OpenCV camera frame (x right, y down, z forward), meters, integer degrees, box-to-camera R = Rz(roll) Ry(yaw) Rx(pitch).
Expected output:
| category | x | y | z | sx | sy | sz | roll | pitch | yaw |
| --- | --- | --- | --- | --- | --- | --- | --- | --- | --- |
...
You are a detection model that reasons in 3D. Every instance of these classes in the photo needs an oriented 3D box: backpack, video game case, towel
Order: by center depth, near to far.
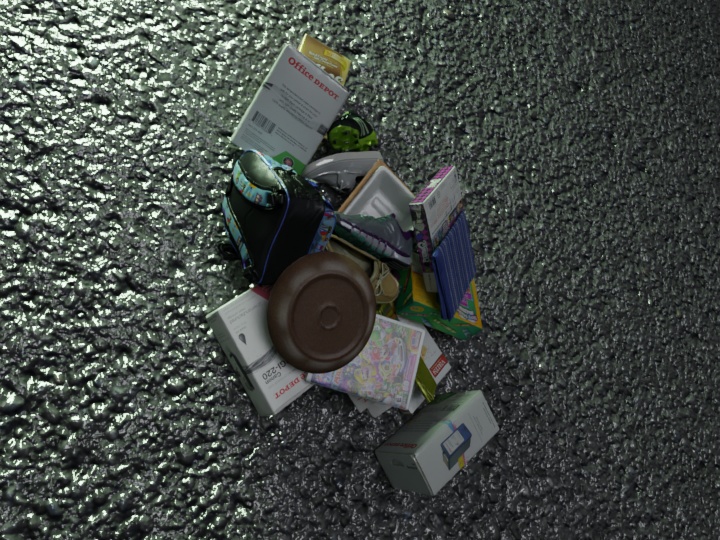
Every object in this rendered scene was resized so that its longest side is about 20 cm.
| category | x | y | z | sx | sy | sz | roll | pitch | yaw |
| --- | --- | --- | --- | --- | --- | --- | --- | --- | --- |
| backpack | -0.152 | -0.097 | 1.002 | 0.131 | 0.186 | 0.201 | 2 | 34 | -40 |
| video game case | 0.011 | 0.148 | 1.037 | 0.194 | 0.018 | 0.148 | 18 | 79 | -15 |
| towel | 0.092 | 0.150 | 1.134 | 0.204 | 0.018 | 0.086 | 60 | 21 | -4 |
| towel | 0.187 | -0.012 | 1.174 | 0.200 | 0.023 | 0.149 | -49 | 131 | -52 |
| video game case | 0.163 | -0.087 | 1.179 | 0.200 | 0.035 | 0.187 | -48 | 130 | -50 |

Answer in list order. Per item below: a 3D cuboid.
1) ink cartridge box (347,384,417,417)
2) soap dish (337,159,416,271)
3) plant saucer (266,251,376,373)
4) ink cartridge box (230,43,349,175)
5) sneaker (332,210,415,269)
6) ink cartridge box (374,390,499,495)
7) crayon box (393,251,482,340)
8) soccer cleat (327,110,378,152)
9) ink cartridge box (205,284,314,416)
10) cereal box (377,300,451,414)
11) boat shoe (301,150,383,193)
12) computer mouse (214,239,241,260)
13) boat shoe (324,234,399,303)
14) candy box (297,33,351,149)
| category | x | y | z | sx | sy | sz | roll | pitch | yaw |
| --- | --- | --- | --- | --- | --- | --- | --- | --- | --- |
| ink cartridge box | 0.014 | 0.176 | 1.097 | 0.115 | 0.067 | 0.203 | -33 | 94 | 6 |
| soap dish | 0.027 | -0.089 | 1.171 | 0.157 | 0.081 | 0.202 | 41 | 78 | -12 |
| plant saucer | -0.056 | 0.073 | 0.970 | 0.194 | 0.036 | 0.208 | -3 | 97 | -22 |
| ink cartridge box | -0.132 | -0.290 | 1.102 | 0.144 | 0.084 | 0.203 | 32 | 98 | -18 |
| sneaker | 0.020 | -0.078 | 1.091 | 0.197 | 0.073 | 0.090 | 28 | 71 | -31 |
| ink cartridge box | 0.143 | 0.322 | 1.115 | 0.197 | 0.144 | 0.089 | -30 | 93 | -32 |
| crayon box | 0.160 | 0.054 | 1.215 | 0.196 | 0.058 | 0.122 | 23 | 49 | -30 |
| soccer cleat | -0.024 | -0.286 | 1.192 | 0.083 | 0.066 | 0.199 | 63 | 21 | 6 |
| ink cartridge box | -0.157 | 0.129 | 1.034 | 0.144 | 0.084 | 0.204 | -32 | 95 | -31 |
| cereal box | 0.082 | 0.162 | 1.184 | 0.143 | 0.039 | 0.202 | -39 | 97 | -32 |
| boat shoe | -0.031 | -0.196 | 1.205 | 0.196 | 0.071 | 0.071 | -13 | 83 | -40 |
| computer mouse | -0.183 | -0.105 | 1.102 | 0.137 | 0.046 | 0.207 | 20 | 68 | -22 |
| boat shoe | 0.000 | -0.003 | 1.068 | 0.198 | 0.062 | 0.075 | 35 | 62 | -23 |
| candy box | -0.100 | -0.369 | 1.213 | 0.113 | 0.055 | 0.206 | 23 | 67 | -20 |
